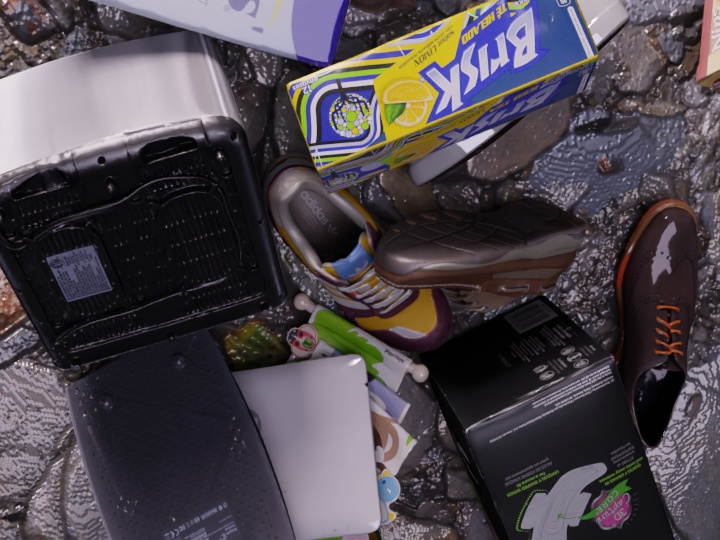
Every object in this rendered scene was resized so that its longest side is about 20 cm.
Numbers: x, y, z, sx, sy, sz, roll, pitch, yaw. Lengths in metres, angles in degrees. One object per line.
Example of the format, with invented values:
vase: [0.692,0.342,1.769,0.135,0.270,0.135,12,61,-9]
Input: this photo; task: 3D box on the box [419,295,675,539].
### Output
box: [0.149,0.152,0.825,0.122,0.149,0.203,-24,109,-3]

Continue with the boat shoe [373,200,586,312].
boat shoe: [0.092,-0.002,0.780,0.197,0.076,0.073,-7,121,-36]

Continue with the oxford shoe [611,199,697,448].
oxford shoe: [0.248,0.046,0.850,0.070,0.073,0.204,2,106,-9]

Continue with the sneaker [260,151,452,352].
sneaker: [0.000,0.000,0.784,0.075,0.090,0.200,-45,108,6]

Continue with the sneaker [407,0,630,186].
sneaker: [0.099,-0.150,0.777,0.199,0.073,0.085,-41,89,3]

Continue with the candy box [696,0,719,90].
candy box: [0.357,-0.181,0.791,0.196,0.055,0.118,11,81,-14]

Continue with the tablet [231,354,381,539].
tablet: [-0.085,0.141,0.792,0.196,0.014,0.133,-9,75,11]

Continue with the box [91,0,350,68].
box: [-0.092,-0.254,0.683,0.196,0.105,0.187,13,105,-14]

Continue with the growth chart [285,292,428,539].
growth chart: [-0.028,0.136,0.796,0.143,0.018,0.203,23,83,18]

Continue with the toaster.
toaster: [-0.157,-0.048,0.701,0.177,0.120,0.202,-17,138,-5]

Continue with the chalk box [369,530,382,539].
chalk box: [-0.048,0.324,0.859,0.122,0.124,0.204,7,107,-13]

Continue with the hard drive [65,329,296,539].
hard drive: [-0.129,0.151,0.771,0.133,0.042,0.203,-28,71,6]

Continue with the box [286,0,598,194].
box: [0.055,-0.123,0.701,0.197,0.070,0.065,-22,80,1]
